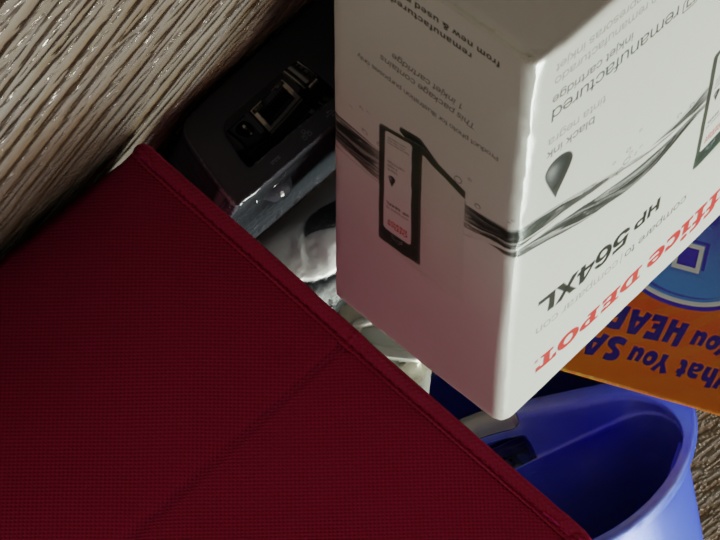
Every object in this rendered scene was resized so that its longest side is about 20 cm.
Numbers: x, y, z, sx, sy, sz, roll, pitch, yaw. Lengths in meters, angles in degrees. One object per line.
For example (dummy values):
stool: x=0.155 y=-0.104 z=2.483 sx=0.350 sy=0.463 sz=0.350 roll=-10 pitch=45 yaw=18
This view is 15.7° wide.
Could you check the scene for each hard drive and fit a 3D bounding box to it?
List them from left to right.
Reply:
hard drive: x=0.004 y=-0.075 z=0.926 sx=0.200 sy=0.042 sz=0.135 roll=-41 pitch=177 yaw=-22

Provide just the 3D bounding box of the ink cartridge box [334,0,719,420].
ink cartridge box: x=0.068 y=-0.066 z=0.843 sx=0.146 sy=0.084 sz=0.200 roll=-42 pitch=155 yaw=-23

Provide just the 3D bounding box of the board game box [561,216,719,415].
board game box: x=0.176 y=-0.054 z=1.108 sx=0.200 sy=0.200 sz=0.200 roll=-17 pitch=121 yaw=-68

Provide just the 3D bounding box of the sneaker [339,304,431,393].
sneaker: x=0.000 y=0.000 z=1.069 sx=0.093 sy=0.070 sz=0.200 roll=124 pitch=-29 yaw=-45

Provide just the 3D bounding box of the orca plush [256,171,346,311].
orca plush: x=-0.024 y=0.003 z=1.008 sx=0.200 sy=0.071 sz=0.105 roll=-35 pitch=-150 yaw=-23

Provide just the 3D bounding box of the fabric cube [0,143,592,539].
fabric cube: x=-0.077 y=0.122 z=0.833 sx=0.199 sy=0.200 sz=0.196 roll=-42 pitch=162 yaw=-23

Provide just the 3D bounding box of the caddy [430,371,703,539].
caddy: x=0.054 y=0.103 z=1.134 sx=0.200 sy=0.105 sz=0.141 roll=-25 pitch=-140 yaw=-3
